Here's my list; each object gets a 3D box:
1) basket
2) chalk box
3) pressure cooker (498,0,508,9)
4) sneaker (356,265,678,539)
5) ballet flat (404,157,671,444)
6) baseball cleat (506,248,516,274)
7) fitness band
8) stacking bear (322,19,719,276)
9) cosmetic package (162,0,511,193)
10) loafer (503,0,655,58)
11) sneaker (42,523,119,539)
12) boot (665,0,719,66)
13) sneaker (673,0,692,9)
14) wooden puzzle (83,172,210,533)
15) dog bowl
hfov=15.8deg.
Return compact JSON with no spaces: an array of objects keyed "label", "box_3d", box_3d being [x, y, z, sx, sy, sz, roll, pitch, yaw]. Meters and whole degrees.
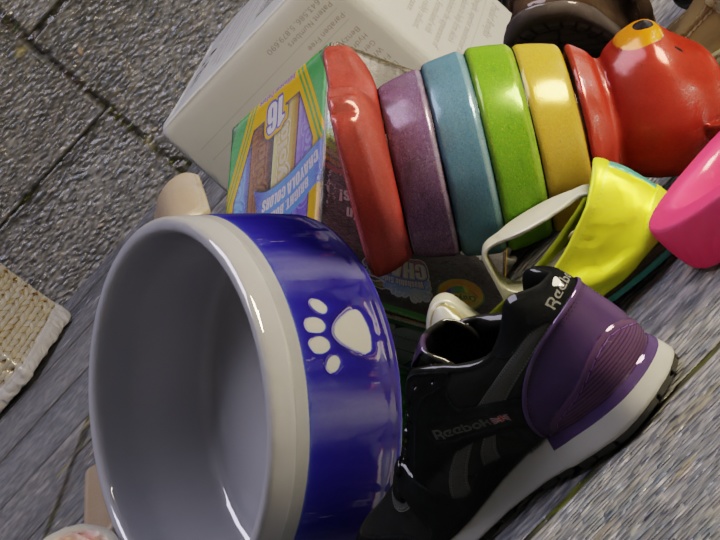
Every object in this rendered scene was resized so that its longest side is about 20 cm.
[{"label":"basket","box_3d":[-0.495,0.104,3.224,0.198,0.161,0.200,-46,8,23]},{"label":"chalk box","box_3d":[0.000,0.000,1.444,0.124,0.124,0.201,-35,44,53]},{"label":"pressure cooker","box_3d":[0.088,-0.214,1.824,0.179,0.176,0.200,-53,6,-2]},{"label":"sneaker","box_3d":[0.049,0.064,1.181,0.200,0.087,0.076,-42,12,37]},{"label":"ballet flat","box_3d":[0.074,0.022,1.295,0.200,0.067,0.067,-46,11,17]},{"label":"baseball cleat","box_3d":[0.100,-0.044,1.494,0.200,0.070,0.107,-37,31,59]},{"label":"fitness band","box_3d":[0.209,-0.079,1.194,0.200,0.037,0.144,-43,14,35]},{"label":"stacking bear","box_3d":[0.090,-0.072,1.327,0.199,0.114,0.122,-13,21,2]},{"label":"cosmetic package","box_3d":[0.011,-0.107,1.671,0.165,0.200,0.165,-43,11,26]},{"label":"loafer","box_3d":[0.124,-0.148,1.482,0.073,0.071,0.200,-5,-4,15]},{"label":"sneaker","box_3d":[-0.145,0.229,1.330,0.071,0.080,0.201,-3,42,9]},{"label":"boot","box_3d":[0.186,-0.202,1.398,0.200,0.155,0.073,-43,12,36]},{"label":"sneaker","box_3d":[0.238,-0.231,1.538,0.092,0.076,0.200,-49,10,-26]},{"label":"wooden puzzle","box_3d":[-0.115,0.050,1.517,0.185,0.046,0.201,-124,50,-79]},{"label":"dog bowl","box_3d":[-0.063,0.070,1.338,0.078,0.201,0.200,-4,-18,-32]}]
